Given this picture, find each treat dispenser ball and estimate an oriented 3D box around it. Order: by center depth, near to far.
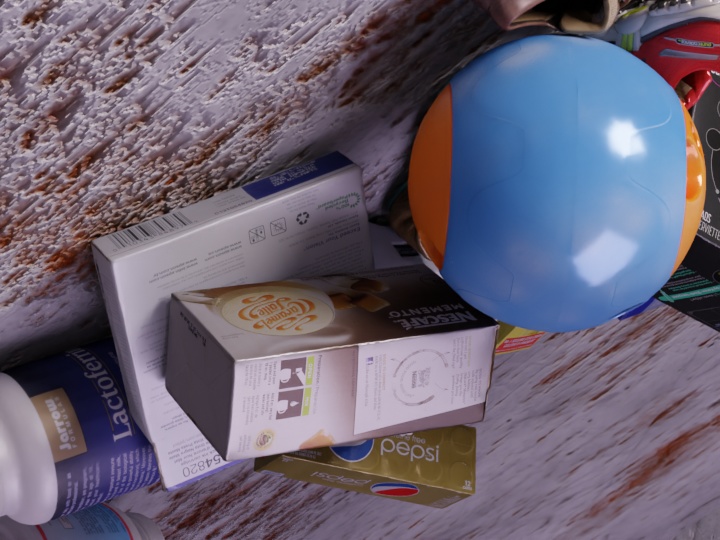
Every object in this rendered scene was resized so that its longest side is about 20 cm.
[{"bbox_3d":[0.133,-0.059,1.273,0.201,0.201,0.201,-27,159,-11],"label":"treat dispenser ball"}]

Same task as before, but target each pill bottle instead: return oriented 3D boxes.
[{"bbox_3d":[-0.217,0.120,1.382,0.200,0.116,0.116,-18,156,-32],"label":"pill bottle"},{"bbox_3d":[-0.259,0.256,1.639,0.109,0.109,0.200,-40,158,22],"label":"pill bottle"}]

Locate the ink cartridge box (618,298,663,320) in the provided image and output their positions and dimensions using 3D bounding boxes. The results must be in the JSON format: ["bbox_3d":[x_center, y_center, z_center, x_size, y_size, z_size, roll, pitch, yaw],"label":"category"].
[{"bbox_3d":[0.250,-0.043,1.628,0.200,0.137,0.076,-17,152,-33],"label":"ink cartridge box"}]

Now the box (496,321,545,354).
[{"bbox_3d":[0.186,0.001,1.759,0.075,0.050,0.200,-7,148,-49],"label":"box"}]

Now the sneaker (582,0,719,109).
[{"bbox_3d":[0.203,-0.148,1.326,0.077,0.085,0.200,-32,-168,-29],"label":"sneaker"}]

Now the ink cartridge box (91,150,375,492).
[{"bbox_3d":[-0.079,0.036,1.347,0.199,0.041,0.200,-21,122,-21],"label":"ink cartridge box"}]

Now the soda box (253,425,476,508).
[{"bbox_3d":[0.006,0.164,1.721,0.200,0.068,0.064,14,154,-24],"label":"soda box"}]

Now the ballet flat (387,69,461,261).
[{"bbox_3d":[0.073,-0.070,1.414,0.068,0.072,0.200,-20,156,-30],"label":"ballet flat"}]

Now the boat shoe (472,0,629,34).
[{"bbox_3d":[0.142,-0.185,1.250,0.200,0.072,0.072,-8,149,-52],"label":"boat shoe"}]

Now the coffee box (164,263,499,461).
[{"bbox_3d":[-0.020,0.060,1.293,0.200,0.114,0.080,-6,117,-26],"label":"coffee box"}]

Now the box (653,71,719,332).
[{"bbox_3d":[0.289,-0.051,1.496,0.200,0.149,0.124,25,156,-28],"label":"box"}]

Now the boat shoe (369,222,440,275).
[{"bbox_3d":[0.000,0.000,1.485,0.070,0.071,0.200,-41,162,24],"label":"boat shoe"}]
